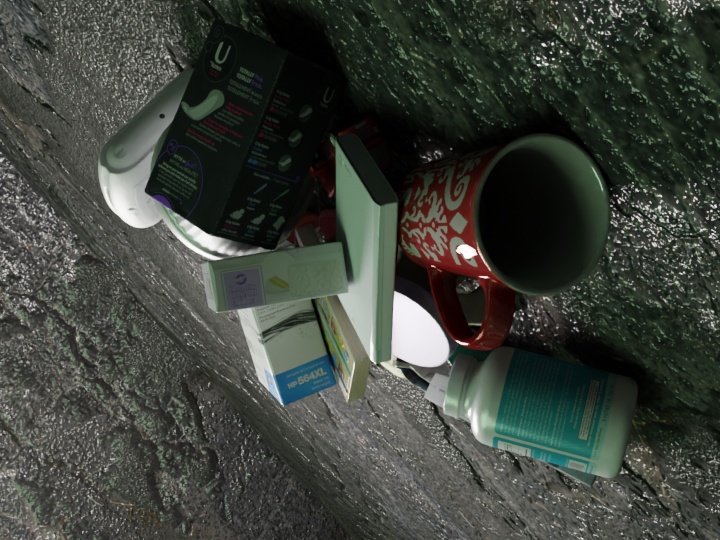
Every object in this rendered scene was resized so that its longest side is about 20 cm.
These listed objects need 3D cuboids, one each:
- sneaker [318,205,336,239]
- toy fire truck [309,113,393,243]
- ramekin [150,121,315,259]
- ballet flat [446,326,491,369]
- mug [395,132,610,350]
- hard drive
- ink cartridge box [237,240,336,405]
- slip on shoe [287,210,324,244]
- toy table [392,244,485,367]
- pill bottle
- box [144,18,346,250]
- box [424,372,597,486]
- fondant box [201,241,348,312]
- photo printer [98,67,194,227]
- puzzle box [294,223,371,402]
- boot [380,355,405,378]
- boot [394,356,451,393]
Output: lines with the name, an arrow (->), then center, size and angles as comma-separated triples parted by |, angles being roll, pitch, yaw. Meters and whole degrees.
sneaker -> 0.000, 0.000, 1.321 | 0.200, 0.086, 0.074 | 49, 151, 16
toy fire truck -> -0.006, -0.090, 1.184 | 0.142, 0.049, 0.200 | 60, 159, -6
ramekin -> -0.146, -0.117, 1.259 | 0.203, 0.203, 0.094 | 47, 151, -12
ballet flat -> 0.186, 0.136, 1.327 | 0.199, 0.068, 0.072 | 29, 176, 29
mug -> 0.101, -0.035, 0.940 | 0.133, 0.178, 0.200 | 45, 167, -18
hard drive -> 0.004, -0.022, 1.078 | 0.132, 0.026, 0.202 | -119, 23, -48
ink cartridge box -> -0.114, 0.060, 1.395 | 0.146, 0.084, 0.202 | -153, 46, -70
slip on shoe -> -0.108, -0.070, 1.471 | 0.199, 0.074, 0.061 | 24, 151, 58
toy table -> 0.078, 0.024, 1.197 | 0.184, 0.117, 0.200 | 50, 161, -17
pill bottle -> 0.195, 0.148, 1.135 | 0.198, 0.112, 0.111 | 14, 154, 13
box -> -0.122, -0.141, 1.096 | 0.122, 0.202, 0.106 | 31, -169, 35
box -> 0.184, 0.192, 1.278 | 0.199, 0.041, 0.156 | 30, 175, -5
fondant box -> -0.102, 0.007, 1.170 | 0.200, 0.143, 0.059 | 172, 90, -79
photo printer -> -0.267, -0.156, 1.405 | 0.069, 0.200, 0.167 | 37, 162, 16
puzzle box -> -0.039, 0.056, 1.336 | 0.133, 0.025, 0.201 | 100, 149, -60
boot -> 0.002, 0.067, 1.536 | 0.199, 0.072, 0.155 | 25, 153, 44
boot -> 0.075, 0.089, 1.381 | 0.200, 0.096, 0.074 | 46, 162, -3
